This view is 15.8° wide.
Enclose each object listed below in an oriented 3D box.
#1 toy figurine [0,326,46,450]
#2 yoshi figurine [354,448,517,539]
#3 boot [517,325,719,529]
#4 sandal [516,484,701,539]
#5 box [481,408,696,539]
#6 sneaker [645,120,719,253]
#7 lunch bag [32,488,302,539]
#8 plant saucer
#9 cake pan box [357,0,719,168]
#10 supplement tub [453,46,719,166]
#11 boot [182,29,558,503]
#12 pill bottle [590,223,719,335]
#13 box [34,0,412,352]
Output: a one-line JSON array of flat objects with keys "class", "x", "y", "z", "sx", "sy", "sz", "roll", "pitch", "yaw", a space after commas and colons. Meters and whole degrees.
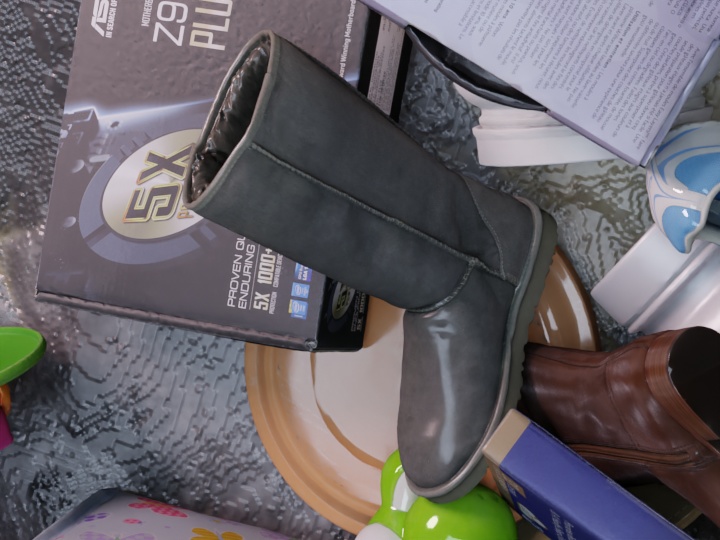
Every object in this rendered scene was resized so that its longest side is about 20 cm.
[{"class": "toy figurine", "x": -0.246, "y": 0.144, "z": 1.460, "sx": 0.199, "sy": 0.150, "sz": 0.185, "roll": -4, "pitch": 106, "yaw": 34}, {"class": "yoshi figurine", "x": 0.034, "y": 0.190, "z": 1.345, "sx": 0.111, "sy": 0.112, "sz": 0.201, "roll": 2, "pitch": 81, "yaw": 21}, {"class": "boot", "x": 0.160, "y": 0.107, "z": 1.307, "sx": 0.064, "sy": 0.200, "sz": 0.187, "roll": -36, "pitch": 99, "yaw": -24}, {"class": "sandal", "x": 0.115, "y": 0.168, "z": 1.417, "sx": 0.211, "sy": 0.078, "sz": 0.070, "roll": -28, "pitch": 122, "yaw": 20}, {"class": "box", "x": 0.150, "y": 0.148, "z": 1.283, "sx": 0.200, "sy": 0.121, "sz": 0.032, "roll": 34, "pitch": 81, "yaw": 16}, {"class": "sneaker", "x": 0.234, "y": -0.027, "z": 1.279, "sx": 0.199, "sy": 0.072, "sz": 0.073, "roll": 5, "pitch": 58, "yaw": -16}, {"class": "lunch bag", "x": -0.101, "y": 0.205, "z": 1.387, "sx": 0.169, "sy": 0.200, "sz": 0.128, "roll": 13, "pitch": 99, "yaw": 9}, {"class": "plant saucer", "x": 0.031, "y": 0.052, "z": 1.417, "sx": 0.199, "sy": 0.032, "sz": 0.201, "roll": 1, "pitch": 92, "yaw": 16}, {"class": "cake pan box", "x": 0.101, "y": -0.172, "z": 1.228, "sx": 0.184, "sy": 0.052, "sz": 0.201, "roll": 29, "pitch": 94, "yaw": -2}, {"class": "supplement tub", "x": 0.111, "y": -0.158, "z": 1.326, "sx": 0.144, "sy": 0.144, "sz": 0.201, "roll": -4, "pitch": 96, "yaw": 12}, {"class": "boot", "x": -0.002, "y": 0.001, "z": 1.291, "sx": 0.072, "sy": 0.200, "sz": 0.183, "roll": -6, "pitch": 64, "yaw": 46}, {"class": "pill bottle", "x": 0.220, "y": 0.049, "z": 1.341, "sx": 0.200, "sy": 0.120, "sz": 0.120, "roll": 44, "pitch": 103, "yaw": 4}, {"class": "box", "x": -0.070, "y": -0.067, "z": 1.385, "sx": 0.163, "sy": 0.086, "sz": 0.201, "roll": 11, "pitch": 92, "yaw": 18}]
